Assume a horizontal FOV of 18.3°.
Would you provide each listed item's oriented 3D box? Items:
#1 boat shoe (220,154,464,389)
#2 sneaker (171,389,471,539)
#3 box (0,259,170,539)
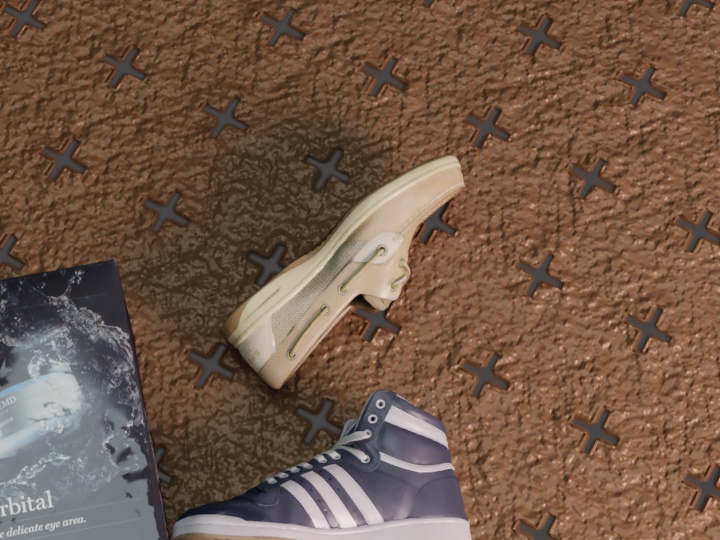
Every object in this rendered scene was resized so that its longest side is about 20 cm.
[{"bbox_3d":[0.000,0.000,1.502,0.200,0.072,0.065,-39,82,-13],"label":"boat shoe"},{"bbox_3d":[-0.028,0.134,1.427,0.199,0.070,0.109,3,67,-22],"label":"sneaker"},{"bbox_3d":[-0.231,0.119,1.419,0.196,0.117,0.200,-10,67,-6],"label":"box"}]
